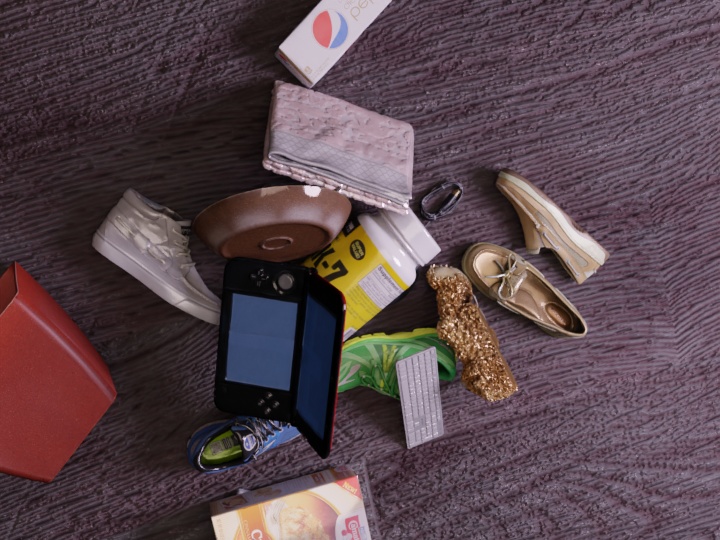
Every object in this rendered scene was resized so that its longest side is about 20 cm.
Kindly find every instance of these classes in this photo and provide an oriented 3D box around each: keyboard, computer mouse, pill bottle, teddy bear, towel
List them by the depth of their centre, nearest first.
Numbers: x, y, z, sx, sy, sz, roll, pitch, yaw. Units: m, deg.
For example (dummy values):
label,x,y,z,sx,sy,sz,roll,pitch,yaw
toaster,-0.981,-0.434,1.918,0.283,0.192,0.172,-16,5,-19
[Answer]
label,x,y,z,sx,sy,sz,roll,pitch,yaw
towel,-0.025,-0.162,1.299,0.197,0.193,0.033,18,127,-12
pill bottle,0.000,0.000,1.322,0.199,0.114,0.115,-40,100,5
keyboard,0.080,0.172,1.355,0.056,0.011,0.202,-25,139,-14
teddy bear,0.140,0.083,1.365,0.066,0.145,0.203,-26,96,13
computer mouse,0.079,-0.038,1.392,0.058,0.034,0.202,33,87,-10

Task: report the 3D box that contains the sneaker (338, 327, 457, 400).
label,x,y,z,sx,sy,sz,roll,pitch,yaw
sneaker,0.038,0.131,1.364,0.196,0.084,0.075,-12,139,-9

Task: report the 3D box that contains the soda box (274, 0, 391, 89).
label,x,y,z,sx,sy,sz,roll,pitch,yaw
soda box,-0.022,-0.335,1.338,0.068,0.064,0.200,43,86,-10

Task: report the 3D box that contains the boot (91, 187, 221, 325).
label,x,y,z,sx,sy,sz,roll,pitch,yaw
boot,-0.240,-0.020,1.311,0.198,0.074,0.096,35,94,-10

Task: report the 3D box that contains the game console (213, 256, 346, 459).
label,x,y,z,sx,sy,sz,roll,pitch,yaw
game console,-0.101,0.102,1.226,0.169,0.119,0.204,8,103,6

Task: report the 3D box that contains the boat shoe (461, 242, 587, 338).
label,x,y,z,sx,sy,sz,roll,pitch,yaw
boat shoe,0.230,0.027,1.410,0.198,0.063,0.074,31,89,-11

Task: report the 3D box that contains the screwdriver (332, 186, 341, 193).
label,x,y,z,sx,sy,sz,roll,pitch,yaw
screwdriver,-0.073,-0.074,1.289,0.028,0.199,0.029,54,49,-6

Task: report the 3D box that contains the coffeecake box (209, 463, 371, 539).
label,x,y,z,sx,sy,sz,roll,pitch,yaw
coffeecake box,-0.087,0.362,1.350,0.196,0.073,0.157,-14,95,-10

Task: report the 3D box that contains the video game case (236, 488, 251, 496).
label,x,y,z,sx,sy,sz,roll,pitch,yaw
video game case,-0.122,0.411,1.393,0.141,0.018,0.204,13,91,-11

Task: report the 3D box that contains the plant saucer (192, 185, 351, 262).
label,x,y,z,sx,sy,sz,roll,pitch,yaw
plant saucer,-0.105,-0.048,1.252,0.196,0.201,0.037,-6,71,-10

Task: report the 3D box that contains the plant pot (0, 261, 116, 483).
label,x,y,z,sx,sy,sz,roll,pitch,yaw
plant pot,-0.410,0.138,1.240,0.176,0.200,0.201,41,86,-22

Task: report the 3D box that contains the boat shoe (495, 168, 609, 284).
label,x,y,z,sx,sy,sz,roll,pitch,yaw
boat shoe,0.253,-0.055,1.410,0.199,0.072,0.076,40,98,-11

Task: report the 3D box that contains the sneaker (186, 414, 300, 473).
label,x,y,z,sx,sy,sz,roll,pitch,yaw
sneaker,-0.134,0.214,1.337,0.198,0.089,0.080,-29,100,-4
